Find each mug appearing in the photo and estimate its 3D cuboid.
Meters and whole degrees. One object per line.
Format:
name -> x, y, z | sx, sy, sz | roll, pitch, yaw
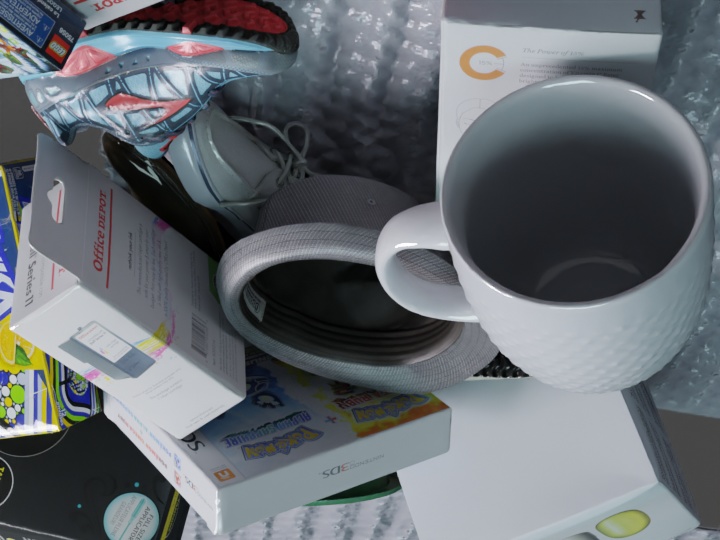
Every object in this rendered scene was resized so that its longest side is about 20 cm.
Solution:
mug -> 0.107, -0.005, 0.871 | 0.200, 0.148, 0.175 | -1, 153, 13

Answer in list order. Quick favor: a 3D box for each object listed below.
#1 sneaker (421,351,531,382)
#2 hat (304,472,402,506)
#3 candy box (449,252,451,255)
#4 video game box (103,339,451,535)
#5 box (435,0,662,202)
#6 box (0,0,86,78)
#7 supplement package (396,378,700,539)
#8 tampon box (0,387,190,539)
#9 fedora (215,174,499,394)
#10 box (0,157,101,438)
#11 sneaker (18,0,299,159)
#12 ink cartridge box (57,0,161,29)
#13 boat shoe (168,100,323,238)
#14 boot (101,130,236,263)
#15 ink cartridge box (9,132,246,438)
sneaker -> 0.084, 0.051, 1.092 | 0.200, 0.070, 0.093 | -1, 174, 36
hat -> -0.043, 0.115, 1.353 | 0.165, 0.176, 0.200 | -1, -177, 7
candy box -> 0.094, 0.023, 1.163 | 0.115, 0.055, 0.200 | 16, 145, -13
video game box -> -0.064, 0.105, 1.096 | 0.200, 0.182, 0.047 | -16, 124, -31
box -> 0.112, -0.117, 0.919 | 0.124, 0.098, 0.200 | 4, 146, 4
box -> -0.280, -0.168, 0.902 | 0.200, 0.040, 0.137 | 1, 151, 46
supplement package -> 0.148, 0.159, 1.191 | 0.191, 0.147, 0.200 | -25, 154, 13
tampon box -> -0.239, 0.155, 1.202 | 0.200, 0.150, 0.126 | 12, 158, 4
fedora -> 0.000, 0.000, 1.011 | 0.200, 0.090, 0.177 | 19, 145, -19
box -> -0.257, 0.020, 1.100 | 0.070, 0.200, 0.064 | -9, -174, 21
sneaker -> -0.124, -0.122, 0.947 | 0.200, 0.079, 0.096 | -1, 117, 25
ink cartridge box -> -0.145, -0.214, 0.845 | 0.116, 0.068, 0.200 | -14, 141, 28
boat shoe -> -0.060, -0.062, 1.048 | 0.086, 0.075, 0.202 | -9, 145, 22
boot -> -0.151, -0.019, 1.077 | 0.097, 0.075, 0.200 | -41, 133, -4
ink cartridge box -> -0.167, 0.012, 0.989 | 0.067, 0.117, 0.200 | -31, 130, 23
